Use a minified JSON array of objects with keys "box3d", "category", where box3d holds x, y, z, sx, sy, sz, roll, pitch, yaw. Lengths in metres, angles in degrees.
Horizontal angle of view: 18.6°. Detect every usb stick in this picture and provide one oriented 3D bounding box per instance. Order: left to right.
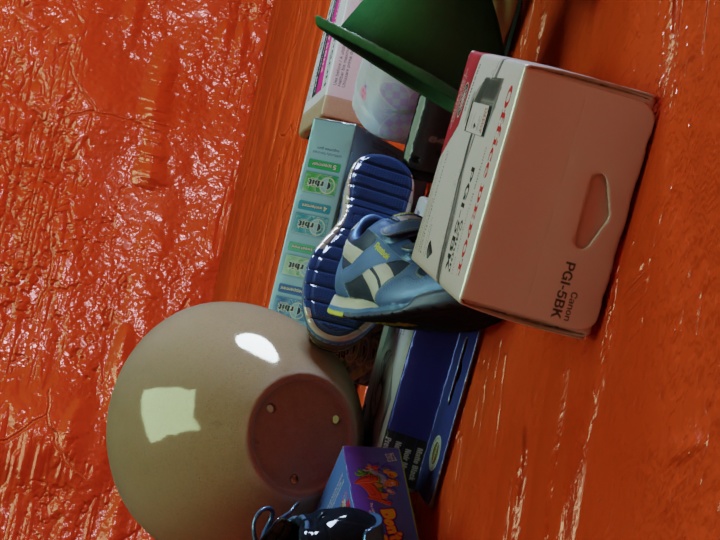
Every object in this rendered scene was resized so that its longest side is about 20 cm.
[{"box3d":[0.080,-0.167,1.746,0.033,0.055,0.201,34,112,56],"category":"usb stick"}]

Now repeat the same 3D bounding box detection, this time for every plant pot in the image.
[{"box3d":[-0.075,0.123,1.651,0.134,0.199,0.202,-4,71,61],"category":"plant pot"}]

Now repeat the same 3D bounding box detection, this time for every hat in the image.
[{"box3d":[0.074,-0.211,1.536,0.177,0.199,0.166,-60,31,1],"category":"hat"}]

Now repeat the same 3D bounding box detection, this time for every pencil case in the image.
[{"box3d":[0.059,-0.200,1.822,0.083,0.090,0.201,-115,36,-49],"category":"pencil case"}]

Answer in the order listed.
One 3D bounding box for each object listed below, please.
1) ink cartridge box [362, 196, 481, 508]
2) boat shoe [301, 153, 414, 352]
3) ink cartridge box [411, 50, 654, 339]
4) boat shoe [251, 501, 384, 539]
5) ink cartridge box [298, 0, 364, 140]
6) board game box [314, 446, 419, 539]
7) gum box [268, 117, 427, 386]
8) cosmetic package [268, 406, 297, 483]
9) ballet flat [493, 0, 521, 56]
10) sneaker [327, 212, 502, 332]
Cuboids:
[{"box3d":[0.047,0.056,1.639,0.200,0.040,0.201,-125,49,-79],"category":"ink cartridge box"},{"box3d":[0.000,0.000,1.703,0.201,0.072,0.073,-68,-5,-45],"category":"boat shoe"},{"box3d":[0.100,-0.052,1.330,0.200,0.082,0.148,-134,59,-80],"category":"ink cartridge box"},{"box3d":[-0.043,0.192,1.520,0.200,0.068,0.085,132,139,-62],"category":"boat shoe"},{"box3d":[0.002,-0.235,2.287,0.165,0.075,0.201,150,134,-80],"category":"ink cartridge box"},{"box3d":[-0.009,0.241,1.589,0.201,0.044,0.135,113,154,-45],"category":"board game box"},{"box3d":[-0.012,-0.011,1.838,0.170,0.044,0.201,20,-98,-66],"category":"gum box"},{"box3d":[-0.051,0.091,2.057,0.103,0.087,0.201,-105,30,-75],"category":"cosmetic package"},{"box3d":[0.107,-0.248,1.663,0.069,0.063,0.201,-95,21,-64],"category":"ballet flat"},{"box3d":[0.039,-0.001,1.533,0.200,0.074,0.083,3,81,61],"category":"sneaker"}]
